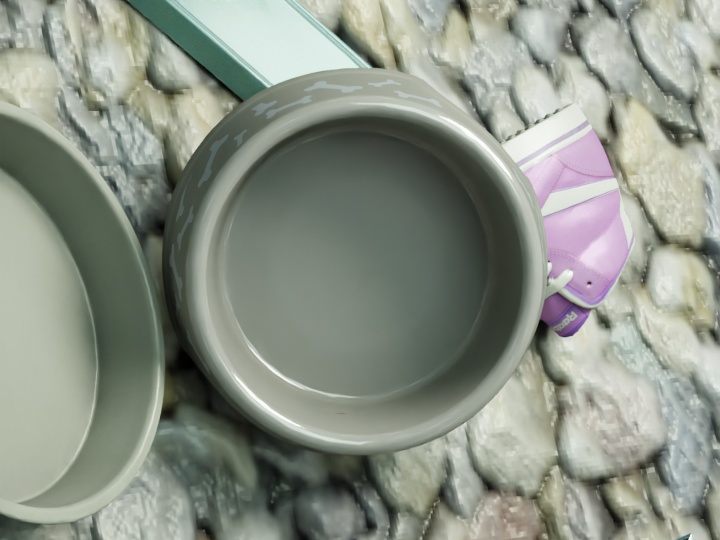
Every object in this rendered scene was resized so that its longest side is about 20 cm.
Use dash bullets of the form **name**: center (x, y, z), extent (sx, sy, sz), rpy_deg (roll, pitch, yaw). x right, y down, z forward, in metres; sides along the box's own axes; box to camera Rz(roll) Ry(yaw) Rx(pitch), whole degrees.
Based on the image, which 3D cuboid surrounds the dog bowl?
- **dog bowl**: center (0.000, 0.000, 1.062), extent (0.199, 0.059, 0.201), rpy_deg (-1, 97, -5)

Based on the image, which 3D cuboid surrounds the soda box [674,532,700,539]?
- **soda box**: center (0.222, 0.226, 1.147), extent (0.200, 0.068, 0.064), rpy_deg (36, 58, -12)

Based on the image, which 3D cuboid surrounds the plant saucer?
- **plant saucer**: center (-0.074, -0.145, 1.155), extent (0.200, 0.019, 0.070), rpy_deg (40, 57, -9)

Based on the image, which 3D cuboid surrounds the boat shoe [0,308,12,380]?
- **boat shoe**: center (-0.250, 0.015, 0.967), extent (0.200, 0.066, 0.072), rpy_deg (19, 57, -46)

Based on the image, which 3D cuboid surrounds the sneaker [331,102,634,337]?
- **sneaker**: center (0.073, -0.004, 1.154), extent (0.200, 0.073, 0.115), rpy_deg (-29, 94, -30)

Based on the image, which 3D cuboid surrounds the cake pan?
- **cake pan**: center (-0.167, 0.021, 0.983), extent (0.200, 0.037, 0.201), rpy_deg (32, 49, -46)
